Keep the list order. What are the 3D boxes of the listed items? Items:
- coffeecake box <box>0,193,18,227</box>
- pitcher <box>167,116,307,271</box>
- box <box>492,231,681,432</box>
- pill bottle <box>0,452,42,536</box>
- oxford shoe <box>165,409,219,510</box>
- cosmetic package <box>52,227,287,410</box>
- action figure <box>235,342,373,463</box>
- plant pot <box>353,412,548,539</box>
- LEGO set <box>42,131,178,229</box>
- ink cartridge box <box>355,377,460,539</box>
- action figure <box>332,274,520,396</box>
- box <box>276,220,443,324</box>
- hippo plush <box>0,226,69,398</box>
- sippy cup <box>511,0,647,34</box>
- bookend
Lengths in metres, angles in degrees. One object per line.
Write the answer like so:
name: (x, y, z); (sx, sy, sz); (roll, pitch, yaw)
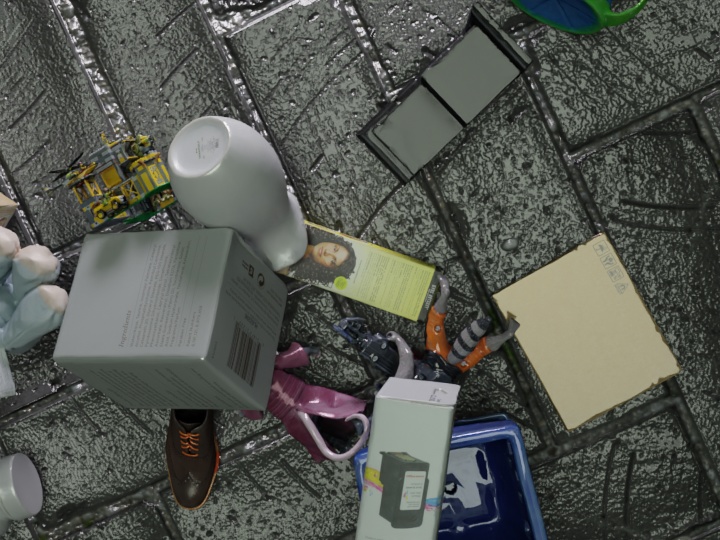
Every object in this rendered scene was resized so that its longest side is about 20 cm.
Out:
coffeecake box: (-0.555, -0.041, 1.381); (0.153, 0.073, 0.200); (34, 96, 1)
pitcher: (-0.143, -0.113, 1.295); (0.121, 0.200, 0.172); (-20, 58, 14)
box: (0.282, 0.077, 1.379); (0.163, 0.021, 0.200); (-29, 91, 6)
pill bottle: (-0.518, 0.303, 1.412); (0.200, 0.109, 0.109); (-18, 92, 5)
oxford shoe: (-0.219, 0.211, 1.400); (0.071, 0.073, 0.200); (2, 94, 4)
cosmetic package: (-0.218, 0.061, 1.295); (0.200, 0.167, 0.167); (-2, 64, 21)
action figure: (-0.092, 0.164, 1.354); (0.200, 0.149, 0.134); (34, 99, -4)
plant pot: (0.113, 0.279, 1.326); (0.200, 0.180, 0.200); (-12, 93, 6)
LEGO set: (-0.275, -0.132, 1.336); (0.154, 0.200, 0.116); (-29, 89, 26)
ink cartridge box: (0.049, 0.222, 1.165); (0.083, 0.146, 0.200); (8, 93, 7)
action figure: (0.071, 0.105, 1.321); (0.200, 0.105, 0.194); (28, 103, -25)
box: (0.000, 0.000, 1.382); (0.200, 0.050, 0.075); (18, 95, 2)
hippo plush: (-0.411, 0.050, 1.334); (0.159, 0.161, 0.200); (-9, 86, 3)
sippy cup: (0.254, -0.371, 1.305); (0.178, 0.140, 0.131); (30, 85, -22)
bookend: (0.091, -0.198, 1.287); (0.200, 0.199, 0.092); (-44, 92, 6)
